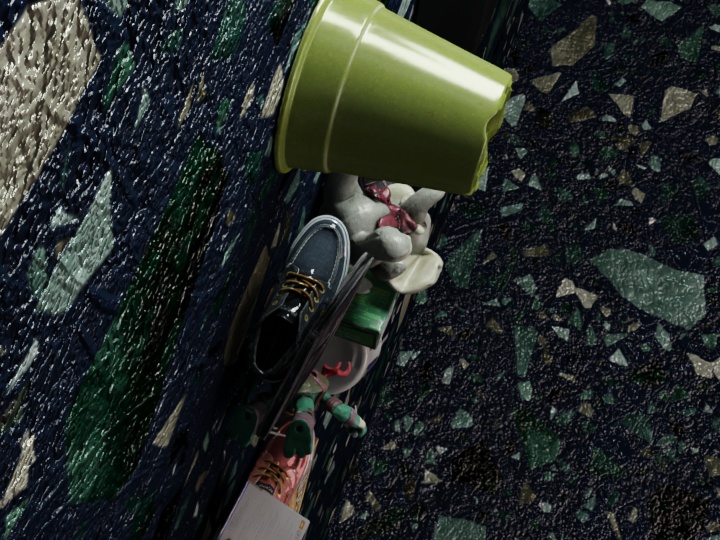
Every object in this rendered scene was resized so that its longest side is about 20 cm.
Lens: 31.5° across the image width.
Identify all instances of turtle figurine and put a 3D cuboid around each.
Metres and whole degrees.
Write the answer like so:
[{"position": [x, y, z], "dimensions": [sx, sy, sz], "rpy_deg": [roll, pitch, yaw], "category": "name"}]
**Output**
[{"position": [-0.076, 0.161, 1.497], "dimensions": [0.200, 0.149, 0.101], "rpy_deg": [-30, 114, -73], "category": "turtle figurine"}]

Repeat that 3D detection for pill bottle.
[{"position": [-0.030, 0.100, 1.732], "dimensions": [0.200, 0.111, 0.112], "rpy_deg": [-21, 130, -81], "category": "pill bottle"}]

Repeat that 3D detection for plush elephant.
[{"position": [0.035, -0.059, 1.552], "dimensions": [0.154, 0.165, 0.200], "rpy_deg": [-15, 157, -31], "category": "plush elephant"}]

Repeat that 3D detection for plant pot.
[{"position": [0.040, -0.158, 1.227], "dimensions": [0.200, 0.189, 0.201], "rpy_deg": [20, 90, -84], "category": "plant pot"}]

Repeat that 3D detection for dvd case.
[{"position": [-0.048, 0.079, 1.395], "dimensions": [0.149, 0.016, 0.200], "rpy_deg": [-63, 175, 30], "category": "dvd case"}]

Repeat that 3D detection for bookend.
[{"position": [0.155, -0.434, 1.781], "dimensions": [0.199, 0.092, 0.201], "rpy_deg": [-65, 170, -48], "category": "bookend"}]

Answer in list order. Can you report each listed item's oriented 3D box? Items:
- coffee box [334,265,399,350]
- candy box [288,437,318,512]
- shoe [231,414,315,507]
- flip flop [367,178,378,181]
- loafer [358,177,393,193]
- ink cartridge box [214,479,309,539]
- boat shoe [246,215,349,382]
[{"position": [0.000, 0.000, 1.649], "dimensions": [0.044, 0.122, 0.201], "rpy_deg": [99, 11, -51], "category": "coffee box"}, {"position": [-0.123, 0.351, 1.937], "dimensions": [0.116, 0.055, 0.201], "rpy_deg": [-61, 168, -54], "category": "candy box"}, {"position": [-0.118, 0.285, 1.722], "dimensions": [0.091, 0.071, 0.201], "rpy_deg": [85, 28, -81], "category": "shoe"}, {"position": [0.047, -0.212, 1.653], "dimensions": [0.058, 0.081, 0.201], "rpy_deg": [-137, -113, -79], "category": "flip flop"}, {"position": [0.038, -0.163, 1.784], "dimensions": [0.200, 0.072, 0.063], "rpy_deg": [-58, -173, -35], "category": "loafer"}, {"position": [-0.157, 0.368, 1.584], "dimensions": [0.198, 0.047, 0.200], "rpy_deg": [-62, 147, -14], "category": "ink cartridge box"}, {"position": [-0.065, 0.030, 1.406], "dimensions": [0.091, 0.071, 0.201], "rpy_deg": [83, 29, -84], "category": "boat shoe"}]
